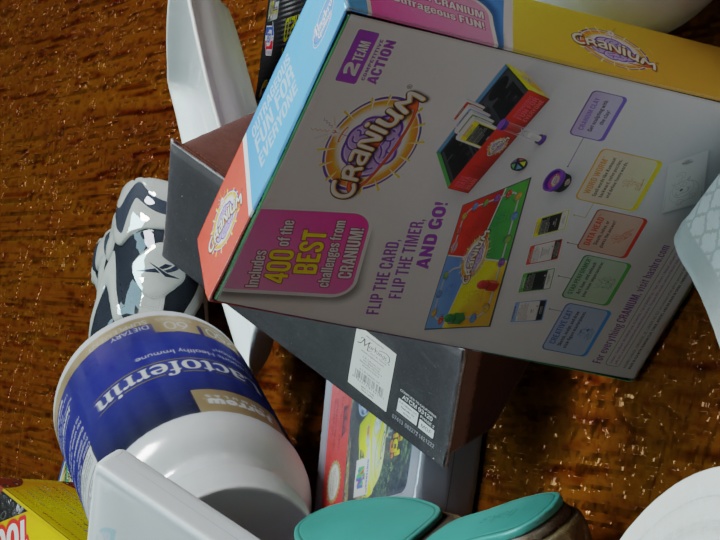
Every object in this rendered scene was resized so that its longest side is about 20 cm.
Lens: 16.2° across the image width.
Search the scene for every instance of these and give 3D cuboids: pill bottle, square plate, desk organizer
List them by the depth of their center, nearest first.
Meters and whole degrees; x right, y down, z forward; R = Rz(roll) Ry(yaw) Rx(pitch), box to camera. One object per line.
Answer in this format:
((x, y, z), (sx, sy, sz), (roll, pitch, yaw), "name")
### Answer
((0.000, 0.000, 1.208), (0.200, 0.077, 0.072), (35, 135, 32), "desk organizer")
((-0.091, 0.110, 1.338), (0.200, 0.115, 0.116), (-127, 51, -61), "pill bottle")
((-0.072, -0.055, 1.404), (0.198, 0.028, 0.201), (108, 148, -71), "square plate")

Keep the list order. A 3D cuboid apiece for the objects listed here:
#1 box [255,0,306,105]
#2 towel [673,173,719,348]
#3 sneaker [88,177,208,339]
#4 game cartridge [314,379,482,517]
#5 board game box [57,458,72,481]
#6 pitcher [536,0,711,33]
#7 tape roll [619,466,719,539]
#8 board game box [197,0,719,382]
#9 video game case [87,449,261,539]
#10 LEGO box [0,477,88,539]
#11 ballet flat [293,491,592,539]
((-0.022, -0.117, 1.398), (0.200, 0.044, 0.161), (-161, 79, -80), "box")
((0.187, -0.015, 0.912), (0.200, 0.032, 0.191), (-104, 33, -46), "towel")
((-0.133, 0.040, 1.566), (0.199, 0.079, 0.130), (125, 156, -64), "sneaker")
((0.020, 0.073, 1.276), (0.133, 0.041, 0.201), (-24, 58, 60), "game cartridge")
((-0.150, 0.143, 1.585), (0.200, 0.034, 0.136), (-143, 66, -68), "board game box")
((0.102, -0.122, 1.088), (0.200, 0.121, 0.172), (132, 124, -69), "pitcher")
((0.156, 0.167, 0.754), (0.203, 0.139, 0.203), (-169, 90, -67), "tape roll")
((0.053, -0.037, 1.025), (0.040, 0.199, 0.153), (-105, 34, -47), "board game box")
((-0.056, 0.204, 1.204), (0.200, 0.024, 0.183), (31, 131, 26), "video game case")
((-0.154, 0.220, 1.432), (0.200, 0.077, 0.149), (25, 104, 53), "LEGO box")
((0.040, 0.141, 1.139), (0.200, 0.068, 0.073), (-11, 107, 53), "ballet flat")
